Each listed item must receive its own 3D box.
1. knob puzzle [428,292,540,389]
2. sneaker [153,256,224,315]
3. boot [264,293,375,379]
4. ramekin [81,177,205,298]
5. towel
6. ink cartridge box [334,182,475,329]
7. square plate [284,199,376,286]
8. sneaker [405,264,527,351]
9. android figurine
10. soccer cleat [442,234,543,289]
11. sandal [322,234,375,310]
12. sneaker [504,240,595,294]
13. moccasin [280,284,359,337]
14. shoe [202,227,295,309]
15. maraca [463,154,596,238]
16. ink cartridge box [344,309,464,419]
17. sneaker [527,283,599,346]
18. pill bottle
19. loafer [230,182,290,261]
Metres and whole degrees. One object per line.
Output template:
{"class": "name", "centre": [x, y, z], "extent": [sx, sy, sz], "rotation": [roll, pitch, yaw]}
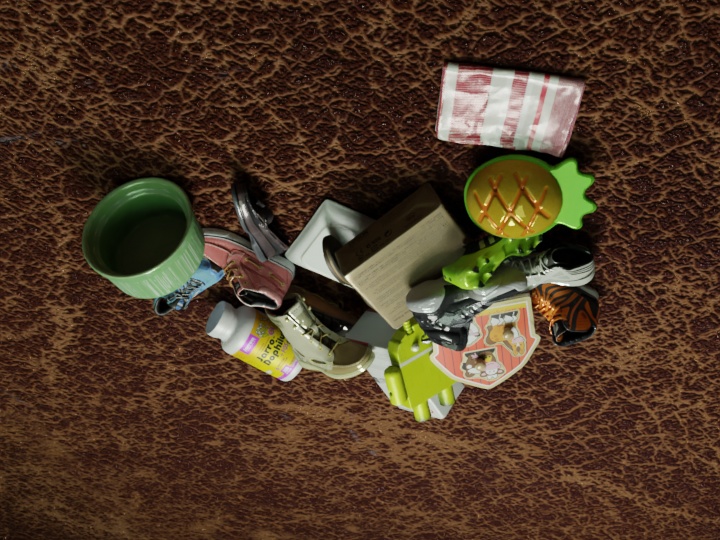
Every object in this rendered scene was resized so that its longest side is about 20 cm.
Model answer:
{"class": "knob puzzle", "centre": [0.218, 0.140, 1.622], "extent": [0.217, 0.031, 0.221], "rotation": [-3, 128, -4]}
{"class": "sneaker", "centre": [-0.330, 0.037, 1.785], "extent": [0.078, 0.091, 0.199], "rotation": [34, 138, -28]}
{"class": "boot", "centre": [-0.078, 0.117, 1.701], "extent": [0.199, 0.072, 0.155], "rotation": [4, 135, 46]}
{"class": "ramekin", "centre": [-0.364, -0.050, 1.595], "extent": [0.198, 0.202, 0.098], "rotation": [0, 150, 15]}
{"class": "towel", "centre": [0.210, -0.230, 1.338], "extent": [0.198, 0.023, 0.145], "rotation": [8, 143, 5]}
{"class": "ink cartridge box", "centre": [0.084, -0.021, 1.541], "extent": [0.199, 0.075, 0.165], "rotation": [-36, 130, 9]}
{"class": "square plate", "centre": [-0.015, -0.029, 1.663], "extent": [0.199, 0.029, 0.198], "rotation": [24, 142, -15]}
{"class": "sneaker", "centre": [0.180, 0.063, 1.518], "extent": [0.198, 0.076, 0.115], "rotation": [-12, 118, 10]}
{"class": "android figurine", "centre": [0.116, 0.165, 1.665], "extent": [0.041, 0.181, 0.202], "rotation": [18, 126, 53]}
{"class": "soccer cleat", "centre": [0.214, -0.037, 1.491], "extent": [0.081, 0.199, 0.068], "rotation": [16, 132, 50]}
{"class": "sandal", "centre": [0.000, 0.000, 1.613], "extent": [0.054, 0.082, 0.200], "rotation": [-29, 128, 21]}
{"class": "sneaker", "centre": [0.288, -0.015, 1.538], "extent": [0.199, 0.076, 0.115], "rotation": [-7, 160, 9]}
{"class": "moccasin", "centre": [-0.067, 0.087, 1.803], "extent": [0.200, 0.078, 0.074], "rotation": [22, 128, -8]}
{"class": "shoe", "centre": [-0.222, -0.002, 1.695], "extent": [0.199, 0.092, 0.072], "rotation": [23, 144, -6]}
{"class": "maraca", "centre": [0.255, -0.112, 1.408], "extent": [0.198, 0.107, 0.138], "rotation": [-3, 121, 18]}
{"class": "ink cartridge box", "centre": [0.084, 0.177, 1.760], "extent": [0.145, 0.084, 0.200], "rotation": [7, 141, 50]}
{"class": "sneaker", "centre": [0.328, 0.062, 1.618], "extent": [0.198, 0.113, 0.078], "rotation": [17, 144, -7]}
{"class": "pill bottle", "centre": [-0.209, 0.138, 1.875], "extent": [0.199, 0.105, 0.104], "rotation": [30, 140, -24]}
{"class": "loafer", "centre": [-0.172, -0.089, 1.606], "extent": [0.062, 0.072, 0.201], "rotation": [-14, 147, 2]}
